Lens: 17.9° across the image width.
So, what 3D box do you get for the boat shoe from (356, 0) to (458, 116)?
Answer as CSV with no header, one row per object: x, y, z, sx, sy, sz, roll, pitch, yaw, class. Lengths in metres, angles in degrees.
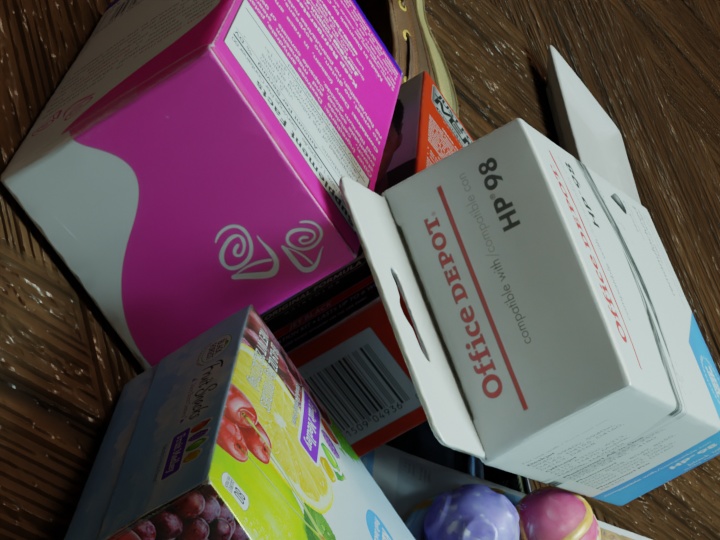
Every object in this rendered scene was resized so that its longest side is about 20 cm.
-0.005,-0.153,1.253,0.067,0.072,0.201,27,40,-62,boat shoe

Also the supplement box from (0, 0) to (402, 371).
-0.057,-0.061,0.926,0.104,0.101,0.200,55,19,-16,supplement box

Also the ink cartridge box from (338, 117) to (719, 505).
0.076,0.018,0.895,0.200,0.066,0.117,24,41,-63,ink cartridge box

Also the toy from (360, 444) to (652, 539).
0.079,0.124,0.927,0.199,0.047,0.116,23,37,-13,toy

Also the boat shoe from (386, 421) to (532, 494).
0.059,0.126,1.002,0.084,0.068,0.201,26,40,-59,boat shoe

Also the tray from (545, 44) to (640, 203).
0.174,-0.071,1.682,0.107,0.022,0.201,48,22,-35,tray

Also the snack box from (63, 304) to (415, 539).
-0.013,0.131,0.785,0.201,0.067,0.169,57,12,-15,snack box

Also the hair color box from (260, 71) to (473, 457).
0.000,0.000,0.987,0.061,0.101,0.200,53,19,-21,hair color box
